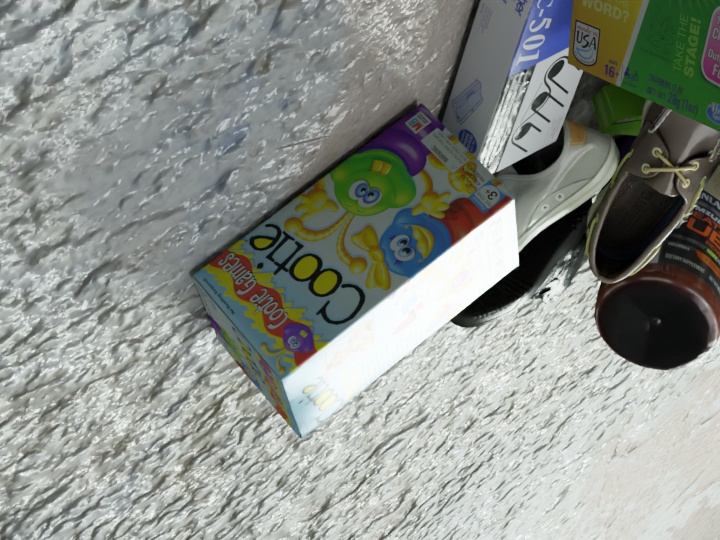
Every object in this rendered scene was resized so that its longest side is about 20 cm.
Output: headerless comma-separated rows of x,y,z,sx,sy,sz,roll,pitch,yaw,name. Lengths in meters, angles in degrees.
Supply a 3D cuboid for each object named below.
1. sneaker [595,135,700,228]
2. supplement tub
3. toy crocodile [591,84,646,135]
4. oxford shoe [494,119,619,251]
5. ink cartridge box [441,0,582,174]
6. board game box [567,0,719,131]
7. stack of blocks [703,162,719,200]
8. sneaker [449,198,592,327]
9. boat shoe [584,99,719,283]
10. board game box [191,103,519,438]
0.253,-0.111,1.510,0.200,0.070,0.099,-52,-161,-28,sneaker
0.264,-0.018,1.544,0.201,0.106,0.107,-68,179,-46,supplement tub
0.279,-0.135,1.430,0.198,0.068,0.062,-12,146,-6,toy crocodile
0.107,-0.047,1.394,0.200,0.075,0.058,-40,119,22,oxford shoe
0.116,-0.154,1.253,0.094,0.044,0.201,-29,152,-32,ink cartridge box
0.201,-0.198,1.112,0.040,0.153,0.201,-22,127,-35,board game box
0.355,-0.075,1.405,0.199,0.059,0.116,17,107,-54,stack of blocks
0.141,0.000,1.510,0.200,0.060,0.105,-43,156,-25,sneaker
0.225,-0.073,1.364,0.201,0.071,0.060,-60,-173,39,boat shoe
0.000,0.000,1.253,0.200,0.103,0.105,-38,155,-13,board game box
